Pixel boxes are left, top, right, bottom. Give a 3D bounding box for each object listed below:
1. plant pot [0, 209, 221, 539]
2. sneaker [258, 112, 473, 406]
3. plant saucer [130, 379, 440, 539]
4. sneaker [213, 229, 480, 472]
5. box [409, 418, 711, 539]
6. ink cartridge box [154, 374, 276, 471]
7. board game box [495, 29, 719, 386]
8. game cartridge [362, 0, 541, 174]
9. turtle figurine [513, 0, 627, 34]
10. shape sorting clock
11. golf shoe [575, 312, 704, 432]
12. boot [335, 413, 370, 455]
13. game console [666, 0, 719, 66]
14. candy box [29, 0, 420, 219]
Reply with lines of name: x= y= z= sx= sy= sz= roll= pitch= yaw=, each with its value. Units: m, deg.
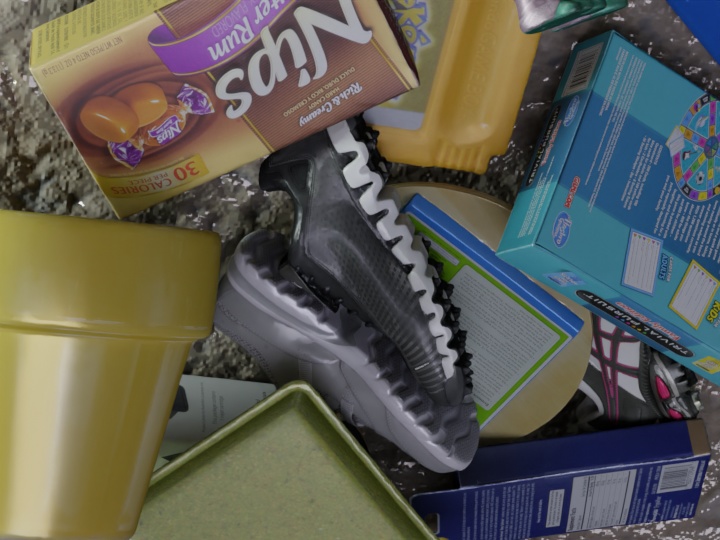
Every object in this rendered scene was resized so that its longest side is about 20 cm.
plant pot: x=-0.190 y=0.060 z=1.360 sx=0.201 sy=0.201 sz=0.189 roll=6 pitch=90 yaw=-10
sneaker: x=0.000 y=0.000 z=1.404 sx=0.090 sy=0.066 sz=0.200 roll=-24 pitch=98 yaw=10
plant saucer: x=-0.057 y=0.181 z=1.461 sx=0.200 sy=0.048 sz=0.200 roll=-34 pitch=110 yaw=13
sneaker: x=-0.010 y=0.060 z=1.455 sx=0.200 sy=0.075 sz=0.082 roll=41 pitch=128 yaw=0
box: x=0.130 y=0.147 z=1.548 sx=0.200 sy=0.032 sz=0.121 roll=-8 pitch=154 yaw=-2
ink cartridge box: x=-0.163 y=0.143 z=1.516 sx=0.200 sy=0.083 sz=0.145 roll=6 pitch=120 yaw=-10
board game box: x=0.196 y=-0.032 z=1.421 sx=0.200 sy=0.047 sz=0.151 roll=30 pitch=70 yaw=-21
game cartridge: x=0.010 y=-0.151 z=1.391 sx=0.200 sy=0.032 sz=0.176 roll=9 pitch=119 yaw=-10
turtle figurine: x=0.091 y=-0.236 z=1.307 sx=0.101 sy=0.150 sz=0.200 roll=-17 pitch=92 yaw=39
shape sorting clock: x=0.051 y=0.030 z=1.480 sx=0.200 sy=0.039 sz=0.200 roll=5 pitch=119 yaw=9
golf shoe: x=0.154 y=0.030 z=1.491 sx=0.088 sy=0.077 sz=0.200 roll=-18 pitch=120 yaw=15
boot: x=0.014 y=0.198 z=1.529 sx=0.077 sy=0.138 sz=0.200 roll=-28 pitch=134 yaw=-27
game console: x=0.316 y=-0.172 z=1.419 sx=0.171 sy=0.118 sz=0.200 roll=-19 pitch=126 yaw=42
candy box: x=-0.079 y=-0.124 z=1.348 sx=0.200 sy=0.056 sz=0.117 roll=-22 pitch=121 yaw=8
